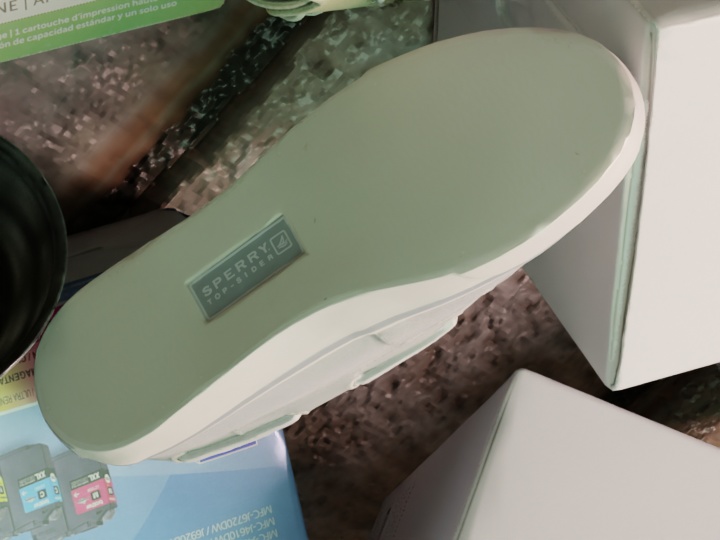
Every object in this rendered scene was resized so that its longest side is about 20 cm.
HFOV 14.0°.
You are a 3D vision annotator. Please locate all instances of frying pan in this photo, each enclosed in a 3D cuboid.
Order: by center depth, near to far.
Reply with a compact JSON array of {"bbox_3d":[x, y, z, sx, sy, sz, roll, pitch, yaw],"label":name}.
[{"bbox_3d":[-0.178,0.014,0.868,0.190,0.115,0.031,-21,148,-12],"label":"frying pan"}]

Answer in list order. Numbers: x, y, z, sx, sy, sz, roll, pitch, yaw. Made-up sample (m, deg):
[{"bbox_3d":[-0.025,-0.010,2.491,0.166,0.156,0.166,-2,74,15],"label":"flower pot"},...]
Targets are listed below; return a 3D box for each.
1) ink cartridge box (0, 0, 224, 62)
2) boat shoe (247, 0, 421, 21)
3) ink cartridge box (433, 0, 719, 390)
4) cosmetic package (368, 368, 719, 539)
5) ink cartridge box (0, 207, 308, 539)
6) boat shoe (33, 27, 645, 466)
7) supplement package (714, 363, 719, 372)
[{"bbox_3d":[-0.113,-0.147,0.811,0.146,0.048,0.200,-15,136,-17],"label":"ink cartridge box"},{"bbox_3d":[-0.017,-0.104,0.841,0.062,0.072,0.200,-55,165,2],"label":"boat shoe"},{"bbox_3d":[0.141,-0.081,0.941,0.200,0.147,0.146,-14,133,-18],"label":"ink cartridge box"},{"bbox_3d":[0.101,0.144,1.002,0.199,0.123,0.200,23,161,-5],"label":"cosmetic package"},{"bbox_3d":[-0.089,0.095,0.955,0.136,0.076,0.200,-17,106,-16],"label":"ink cartridge box"},{"bbox_3d":[0.000,0.000,0.864,0.200,0.072,0.069,-37,158,12],"label":"boat shoe"},{"bbox_3d":[0.240,0.015,1.074,0.200,0.156,0.111,-37,135,4],"label":"supplement package"}]
